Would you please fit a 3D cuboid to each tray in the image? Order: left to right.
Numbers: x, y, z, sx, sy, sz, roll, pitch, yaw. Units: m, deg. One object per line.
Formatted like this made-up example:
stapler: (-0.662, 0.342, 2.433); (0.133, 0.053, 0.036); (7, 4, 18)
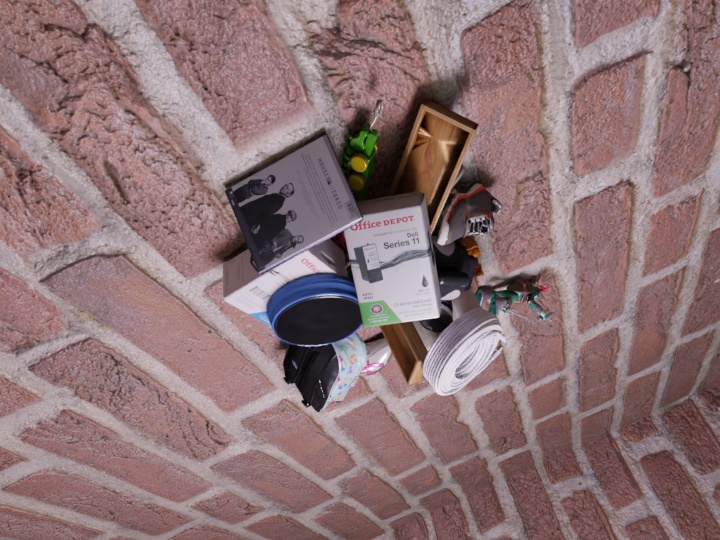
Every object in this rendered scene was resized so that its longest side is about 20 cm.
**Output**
tray: (0.089, 0.141, 1.301); (0.036, 0.203, 0.100); (-12, 144, -22)
tray: (0.117, -0.174, 1.002); (0.096, 0.037, 0.204); (26, 124, 9)

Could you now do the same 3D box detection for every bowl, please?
bowl: (-0.078, 0.082, 1.108); (0.193, 0.040, 0.203); (-9, 146, -6)

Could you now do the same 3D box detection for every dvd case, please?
dvd case: (-0.110, -0.108, 0.961); (0.195, 0.154, 0.025); (-26, 175, 7)

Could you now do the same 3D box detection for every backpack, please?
backpack: (-0.076, 0.187, 1.304); (0.148, 0.178, 0.204); (-21, 144, -37)

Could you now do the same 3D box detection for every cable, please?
cable: (0.215, 0.168, 1.222); (0.199, 0.069, 0.201); (-43, 148, -7)

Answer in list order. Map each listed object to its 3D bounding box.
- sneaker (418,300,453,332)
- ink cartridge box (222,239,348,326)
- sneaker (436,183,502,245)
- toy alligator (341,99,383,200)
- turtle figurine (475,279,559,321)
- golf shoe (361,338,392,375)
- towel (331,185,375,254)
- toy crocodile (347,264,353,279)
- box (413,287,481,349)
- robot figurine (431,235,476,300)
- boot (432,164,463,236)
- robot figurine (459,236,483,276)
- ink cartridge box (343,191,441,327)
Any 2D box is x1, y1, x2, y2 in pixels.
sneaker: (0.107, 0.056, 1.232); (0.196, 0.087, 0.082); (30, 124, 2)
ink cartridge box: (-0.139, 0.007, 1.094); (0.196, 0.086, 0.144); (-28, 141, 21)
sneaker: (0.213, -0.100, 1.099); (0.199, 0.081, 0.079); (-42, 156, -41)
toy alligator: (-0.002, -0.204, 0.972); (0.053, 0.060, 0.203); (23, 139, 11)
turtle figurine: (0.392, 0.075, 1.463); (0.193, 0.105, 0.149); (0, 179, -23)
golf shoe: (-0.007, 0.226, 1.465); (0.197, 0.074, 0.092); (-32, 140, 13)
towel: (-0.048, -0.072, 1.130); (0.195, 0.023, 0.146); (-25, 143, 3)
toy crocodile: (0.000, 0.000, 1.159); (0.066, 0.062, 0.203); (19, 114, -34)
box: (0.189, 0.117, 1.360); (0.076, 0.098, 0.199); (-11, 162, -36)
robot figurine: (0.138, -0.008, 1.149); (0.195, 0.129, 0.149); (3, 157, -33)
boot: (0.150, -0.137, 1.126); (0.128, 0.069, 0.200); (7, 140, -42)
robot figurine: (0.173, 0.003, 1.295); (0.195, 0.059, 0.146); (-24, 140, 2)
ink cartridge box: (0.057, -0.019, 1.015); (0.141, 0.083, 0.207); (-8, 109, 13)
